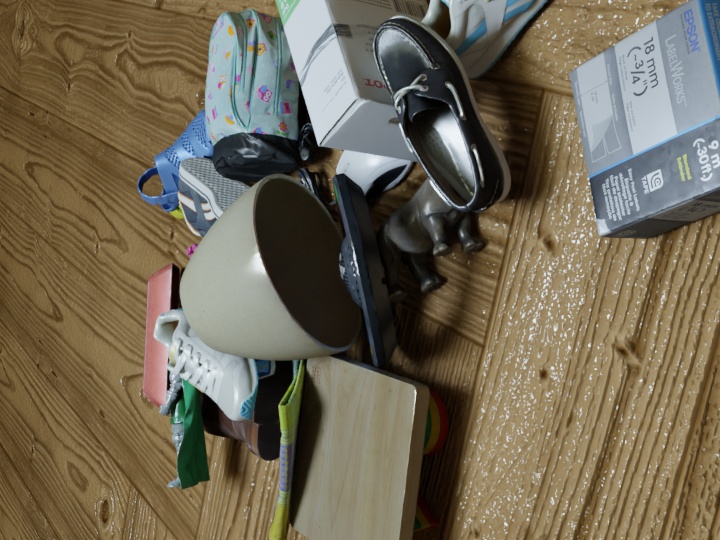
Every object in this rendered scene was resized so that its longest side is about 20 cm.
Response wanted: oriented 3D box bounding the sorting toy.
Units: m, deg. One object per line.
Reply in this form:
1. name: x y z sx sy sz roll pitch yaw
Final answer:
1. sorting toy: 0.014 0.200 1.090 0.198 0.069 0.202 12 97 55

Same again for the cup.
1. cup: -0.109 0.016 1.120 0.143 0.200 0.202 -24 65 24

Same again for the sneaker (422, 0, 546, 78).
1. sneaker: 0.120 -0.266 0.957 0.200 0.080 0.077 -57 43 34

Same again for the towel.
1. towel: -0.081 0.200 1.178 0.144 0.023 0.201 -80 -4 -63

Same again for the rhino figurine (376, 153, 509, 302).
1. rhino figurine: 0.081 -0.055 1.025 0.200 0.059 0.088 -45 55 42

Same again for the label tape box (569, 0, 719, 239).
1. label tape box: 0.257 -0.121 0.772 0.200 0.063 0.145 -26 67 52

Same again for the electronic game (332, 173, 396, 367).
1. electronic game: 0.000 0.000 1.058 0.200 0.041 0.202 167 90 -89

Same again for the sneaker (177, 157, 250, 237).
1. sneaker: -0.180 -0.076 1.391 0.200 0.078 0.080 42 132 42

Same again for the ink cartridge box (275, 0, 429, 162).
1. ink cartridge box: 0.009 -0.220 1.067 0.084 0.145 0.201 -43 53 44

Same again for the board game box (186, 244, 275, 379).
1. board game box: -0.166 0.042 1.287 0.200 0.026 0.202 -25 69 58

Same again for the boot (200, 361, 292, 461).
1. boot: -0.157 0.140 1.358 0.200 0.064 0.188 11 94 60

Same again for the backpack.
1. backpack: -0.127 -0.221 1.283 0.167 0.126 0.202 -9 76 58

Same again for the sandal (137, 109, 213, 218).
1. sandal: -0.261 -0.152 1.507 0.200 0.087 0.080 -54 44 35

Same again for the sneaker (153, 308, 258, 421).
1. sneaker: -0.178 0.110 1.201 0.200 0.080 0.077 43 125 51

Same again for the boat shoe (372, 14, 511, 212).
1. boat shoe: 0.064 -0.142 0.943 0.074 0.060 0.201 -29 85 36

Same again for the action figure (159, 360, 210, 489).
1. action figure: -0.233 0.180 1.362 0.118 0.054 0.202 69 -162 -85

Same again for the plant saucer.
1. plant saucer: -0.285 0.092 1.485 0.200 0.036 0.202 164 107 -83

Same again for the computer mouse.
1. computer mouse: -0.011 -0.108 1.175 0.200 0.044 0.110 -39 55 47
